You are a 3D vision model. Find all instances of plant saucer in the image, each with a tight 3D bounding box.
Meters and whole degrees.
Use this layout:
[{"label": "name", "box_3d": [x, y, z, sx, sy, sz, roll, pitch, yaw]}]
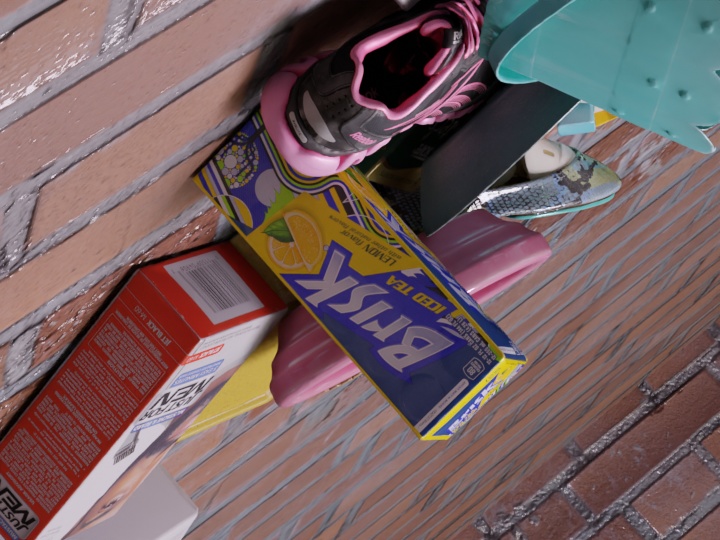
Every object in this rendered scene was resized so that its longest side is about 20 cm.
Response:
[{"label": "plant saucer", "box_3d": [0.100, -0.101, 1.419, 0.200, 0.036, 0.200, -44, -177, 3]}, {"label": "plant saucer", "box_3d": [-0.071, 0.041, 1.607, 0.200, 0.048, 0.200, -51, 165, 27]}, {"label": "plant saucer", "box_3d": [0.024, 0.018, 1.521, 0.200, 0.051, 0.201, -29, 175, -3]}]

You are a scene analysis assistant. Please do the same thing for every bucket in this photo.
[{"label": "bucket", "box_3d": [0.150, -0.172, 1.245, 0.207, 0.134, 0.209, 18, 90, -84]}]

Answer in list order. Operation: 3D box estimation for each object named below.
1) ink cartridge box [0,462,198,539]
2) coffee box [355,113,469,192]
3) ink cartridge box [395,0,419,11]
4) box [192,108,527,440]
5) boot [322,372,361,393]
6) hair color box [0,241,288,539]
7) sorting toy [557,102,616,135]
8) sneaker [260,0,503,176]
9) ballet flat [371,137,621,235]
[{"label": "ink cartridge box", "box_3d": [-0.217, 0.222, 1.658, 0.146, 0.086, 0.200, -31, 164, -42]}, {"label": "coffee box", "box_3d": [0.072, -0.134, 1.484, 0.200, 0.044, 0.123, -45, 168, 8]}, {"label": "ink cartridge box", "box_3d": [0.036, -0.196, 1.198, 0.095, 0.037, 0.200, -42, 170, -1]}, {"label": "box", "box_3d": [0.000, 0.000, 1.342, 0.070, 0.200, 0.064, -44, 167, 9]}, {"label": "boot", "box_3d": [0.015, 0.017, 1.749, 0.200, 0.075, 0.107, -45, 172, 1]}, {"label": "hair color box", "box_3d": [-0.144, 0.079, 1.474, 0.200, 0.064, 0.111, -48, 167, 26]}, {"label": "sorting toy", "box_3d": [0.157, -0.143, 1.666, 0.200, 0.107, 0.180, -33, -177, -38]}, {"label": "sneaker", "box_3d": [0.040, -0.120, 1.316, 0.200, 0.079, 0.095, -36, -177, -35]}, {"label": "ballet flat", "box_3d": [0.086, -0.064, 1.603, 0.199, 0.075, 0.074, -14, 155, -23]}]
